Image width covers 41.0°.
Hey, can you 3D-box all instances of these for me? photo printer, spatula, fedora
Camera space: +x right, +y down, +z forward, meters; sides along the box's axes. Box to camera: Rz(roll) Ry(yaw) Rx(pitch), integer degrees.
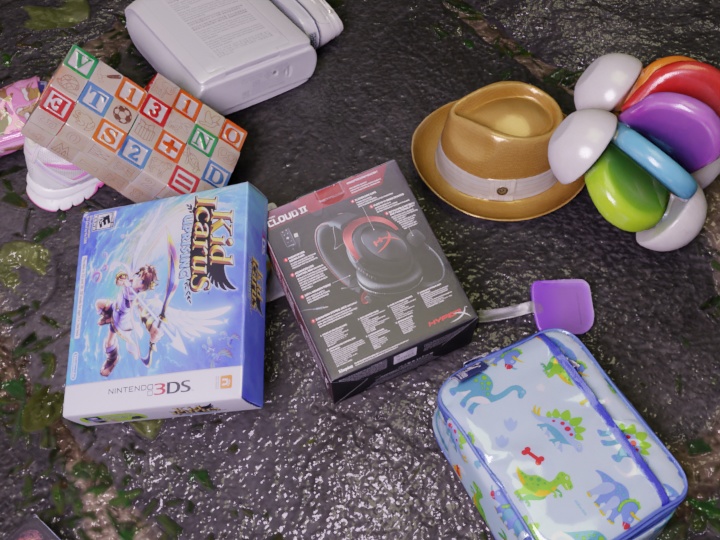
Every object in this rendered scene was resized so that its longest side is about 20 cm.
[{"bbox_3d":[-0.173,-0.276,1.143,0.166,0.070,0.200,-28,58,-26],"label":"photo printer"},{"bbox_3d":[0.129,0.042,0.939,0.198,0.021,0.057,-6,69,1],"label":"spatula"},{"bbox_3d":[0.154,-0.146,1.039,0.199,0.082,0.202,-1,53,1],"label":"fedora"}]

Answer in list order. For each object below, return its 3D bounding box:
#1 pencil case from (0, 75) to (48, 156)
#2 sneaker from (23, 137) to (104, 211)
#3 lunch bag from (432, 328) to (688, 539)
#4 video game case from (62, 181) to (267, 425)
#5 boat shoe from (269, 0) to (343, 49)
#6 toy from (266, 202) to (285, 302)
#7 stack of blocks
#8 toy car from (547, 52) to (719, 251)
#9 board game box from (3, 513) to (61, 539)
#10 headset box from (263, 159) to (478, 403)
[{"bbox_3d":[-0.427,-0.146,1.051,0.199,0.087,0.083,-20,87,-13],"label":"pencil case"},{"bbox_3d":[-0.273,-0.145,1.041,0.199,0.089,0.081,-34,60,-23],"label":"sneaker"},{"bbox_3d":[0.166,0.154,0.824,0.160,0.083,0.201,-21,57,-17],"label":"lunch bag"},{"bbox_3d":[-0.175,0.031,0.873,0.180,0.045,0.202,-8,68,18],"label":"video game case"},{"bbox_3d":[-0.094,-0.352,1.203,0.065,0.072,0.200,-27,59,-23],"label":"boat shoe"},{"bbox_3d":[-0.152,-0.005,0.963,0.199,0.047,0.115,-25,59,-16],"label":"toy"},{"bbox_3d":[-0.227,-0.141,0.989,0.199,0.058,0.116,32,54,-23],"label":"stack of blocks"},{"bbox_3d":[0.300,-0.133,0.962,0.175,0.150,0.201,37,57,-10],"label":"toy car"},{"bbox_3d":[-0.240,0.304,0.746,0.199,0.035,0.135,34,61,23],"label":"board game box"},{"bbox_3d":[0.000,0.000,0.911,0.148,0.075,0.201,-23,68,-9],"label":"headset box"}]
